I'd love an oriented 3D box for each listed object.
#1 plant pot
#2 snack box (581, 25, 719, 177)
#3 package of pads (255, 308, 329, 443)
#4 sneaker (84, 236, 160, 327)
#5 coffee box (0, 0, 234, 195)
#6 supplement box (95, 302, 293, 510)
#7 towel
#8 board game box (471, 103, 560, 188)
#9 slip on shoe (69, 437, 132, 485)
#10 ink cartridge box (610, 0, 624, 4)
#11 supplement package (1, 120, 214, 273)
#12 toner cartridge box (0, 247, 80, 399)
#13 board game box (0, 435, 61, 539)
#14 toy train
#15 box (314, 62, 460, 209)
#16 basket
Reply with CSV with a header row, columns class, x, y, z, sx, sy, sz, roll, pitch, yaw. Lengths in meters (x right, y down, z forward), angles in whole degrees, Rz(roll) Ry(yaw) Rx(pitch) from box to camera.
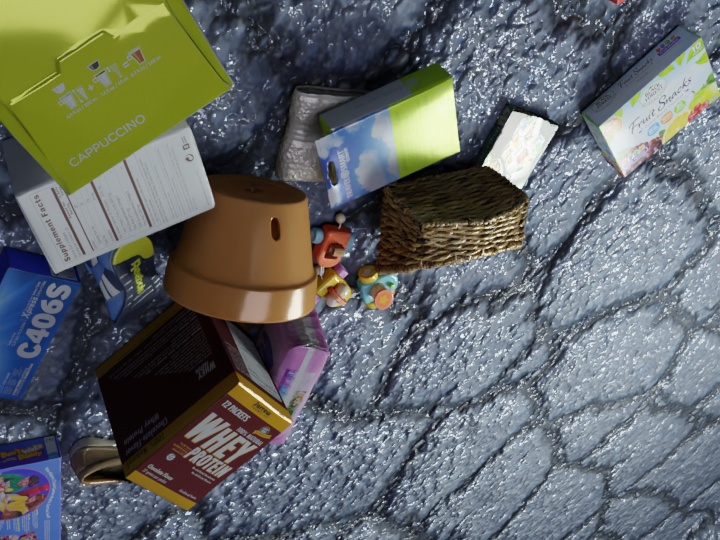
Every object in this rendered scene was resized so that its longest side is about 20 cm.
class,x,y,z,sx,sy,sz,roll,pitch,yaw
plant pot,-0.144,-0.037,1.099,0.197,0.200,0.142,-1,111,-31
snack box,0.459,-0.263,1.366,0.200,0.053,0.142,-42,135,6
package of pads,-0.119,0.148,1.301,0.075,0.121,0.202,11,124,-24
sneaker,-0.307,-0.002,1.107,0.074,0.082,0.201,-42,163,-33
coffee box,-0.272,-0.238,0.828,0.198,0.199,0.201,-33,137,-2
supplement box,-0.234,0.174,1.202,0.196,0.201,0.133,-39,136,4
towel,-0.014,-0.176,1.161,0.197,0.035,0.134,-2,127,-30
board game box,0.215,-0.152,1.332,0.104,0.024,0.202,9,121,-38
slip on shoe,-0.348,0.301,1.340,0.198,0.061,0.077,18,116,-40
ink cartridge box,0.367,-0.438,1.148,0.198,0.067,0.117,-29,137,-8
supplement package,-0.285,-0.109,0.989,0.197,0.117,0.118,-23,136,-12
toner cartridge box,-0.440,0.072,1.100,0.094,0.043,0.201,16,117,-38
board game box,-0.514,0.342,1.283,0.132,0.045,0.202,-6,129,-28
toy train,0.000,0.000,1.304,0.198,0.056,0.152,9,121,-37
box,0.032,-0.173,1.131,0.198,0.048,0.123,-26,136,-11
basket,0.136,-0.044,1.245,0.197,0.143,0.151,-13,127,-27
